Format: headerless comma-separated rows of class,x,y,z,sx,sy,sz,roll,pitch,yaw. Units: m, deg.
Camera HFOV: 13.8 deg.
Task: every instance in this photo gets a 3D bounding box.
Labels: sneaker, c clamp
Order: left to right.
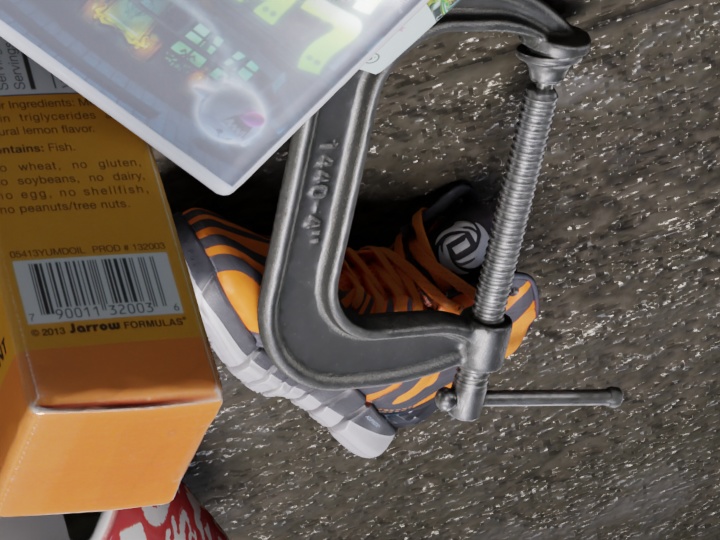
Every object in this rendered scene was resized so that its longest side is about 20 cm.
sneaker,0.000,0.000,1.192,0.112,0.078,0.200,-35,152,11
c clamp,0.038,-0.026,1.140,0.170,0.027,0.201,-8,122,-26

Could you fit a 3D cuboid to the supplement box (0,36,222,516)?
supplement box,-0.103,-0.024,0.949,0.068,0.201,0.067,-2,146,-22

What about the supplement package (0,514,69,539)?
supplement package,-0.188,0.049,1.022,0.121,0.201,0.120,-26,150,10

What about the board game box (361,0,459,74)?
board game box,0.011,-0.158,0.933,0.147,0.065,0.200,13,136,-44

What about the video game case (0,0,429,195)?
video game case,-0.061,-0.134,0.866,0.200,0.023,0.182,36,124,-19

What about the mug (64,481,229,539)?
mug,-0.135,0.137,1.243,0.133,0.178,0.200,9,162,20
